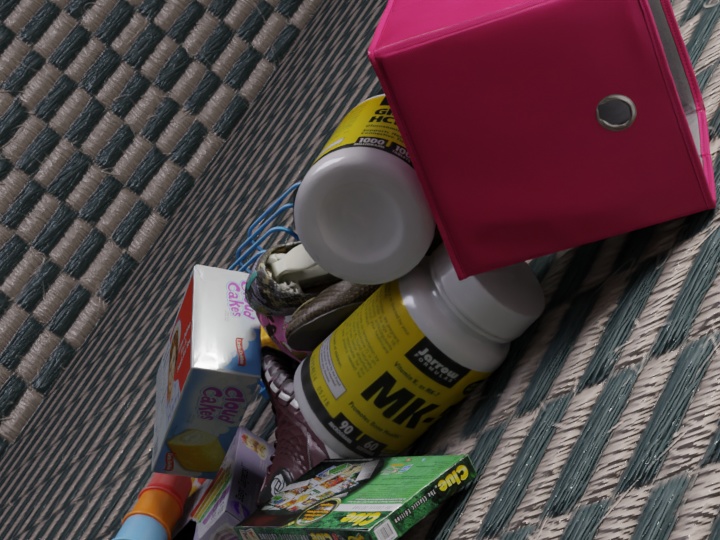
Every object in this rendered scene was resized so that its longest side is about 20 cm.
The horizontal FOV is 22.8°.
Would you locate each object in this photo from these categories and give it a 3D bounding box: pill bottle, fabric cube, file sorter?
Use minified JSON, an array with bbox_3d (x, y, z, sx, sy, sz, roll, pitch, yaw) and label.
[{"bbox_3d":[0.048,0.060,1.450,0.200,0.114,0.114,-45,14,29],"label":"pill bottle"},{"bbox_3d":[0.141,-0.140,1.346,0.199,0.196,0.200,-16,23,15],"label":"fabric cube"},{"bbox_3d":[0.022,-0.078,1.458,0.112,0.112,0.200,-45,8,27],"label":"pill bottle"},{"bbox_3d":[-0.082,0.015,2.035,0.139,0.123,0.200,-41,15,37],"label":"file sorter"}]

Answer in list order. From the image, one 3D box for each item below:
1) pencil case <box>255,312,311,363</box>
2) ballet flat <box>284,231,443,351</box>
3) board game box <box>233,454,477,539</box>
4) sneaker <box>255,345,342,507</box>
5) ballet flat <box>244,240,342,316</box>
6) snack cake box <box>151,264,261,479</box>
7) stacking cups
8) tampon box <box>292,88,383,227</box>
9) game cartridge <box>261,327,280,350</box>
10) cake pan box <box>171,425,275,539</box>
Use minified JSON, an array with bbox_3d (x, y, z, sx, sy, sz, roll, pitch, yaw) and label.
[{"bbox_3d":[0.000,0.000,1.630,0.200,0.083,0.087,-40,-15,-21],"label":"pencil case"},{"bbox_3d":[0.021,0.007,1.506,0.200,0.067,0.046,-31,62,12],"label":"ballet flat"},{"bbox_3d":[-0.008,0.177,1.366,0.105,0.023,0.200,-31,11,-31],"label":"board game box"},{"bbox_3d":[-0.069,0.154,1.607,0.116,0.076,0.200,-57,32,10],"label":"sneaker"},{"bbox_3d":[-0.002,-0.008,1.547,0.200,0.072,0.072,-14,5,-13],"label":"ballet flat"},{"bbox_3d":[-0.148,0.100,1.702,0.200,0.067,0.115,116,159,-52],"label":"snack cake box"},{"bbox_3d":[-0.216,0.265,1.714,0.061,0.060,0.200,-43,13,33],"label":"stacking cups"},{"bbox_3d":[0.035,-0.103,1.942,0.200,0.126,0.150,-49,12,11],"label":"tampon box"},{"bbox_3d":[-0.015,0.015,1.797,0.200,0.032,0.176,-14,26,18],"label":"game cartridge"},{"bbox_3d":[-0.164,0.267,1.764,0.184,0.052,0.200,-49,13,18],"label":"cake pan box"}]
